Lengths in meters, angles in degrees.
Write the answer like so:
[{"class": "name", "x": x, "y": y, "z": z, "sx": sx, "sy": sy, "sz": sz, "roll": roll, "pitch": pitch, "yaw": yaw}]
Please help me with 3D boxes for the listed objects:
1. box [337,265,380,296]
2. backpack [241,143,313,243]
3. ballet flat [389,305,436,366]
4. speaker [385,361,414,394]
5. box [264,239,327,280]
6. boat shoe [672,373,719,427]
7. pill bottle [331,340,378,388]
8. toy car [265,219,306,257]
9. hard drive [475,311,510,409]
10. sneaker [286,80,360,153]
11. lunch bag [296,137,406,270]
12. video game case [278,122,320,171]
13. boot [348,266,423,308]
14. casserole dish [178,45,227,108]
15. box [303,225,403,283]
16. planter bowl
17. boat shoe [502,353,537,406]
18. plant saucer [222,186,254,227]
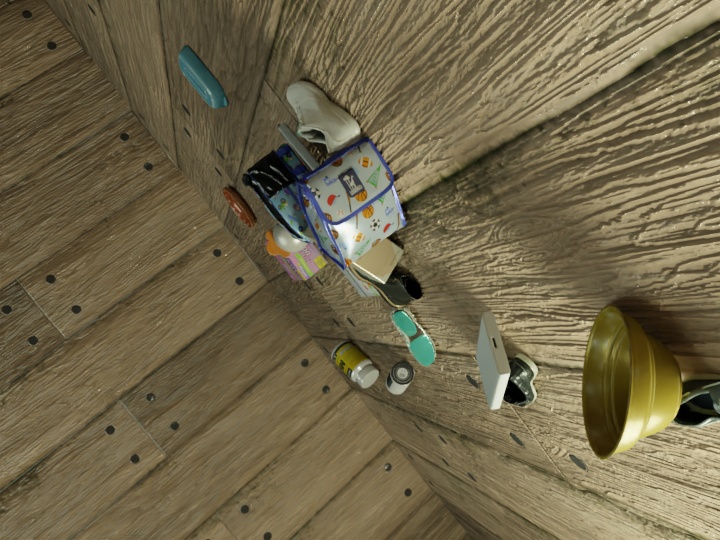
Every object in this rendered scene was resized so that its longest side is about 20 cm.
[{"class": "box", "x": 0.000, "y": 0.000, "z": 1.539, "sx": 0.156, "sy": 0.041, "sz": 0.200, "roll": 53, "pitch": 163, "yaw": -8}, {"class": "backpack", "x": -0.149, "y": -0.164, "z": 1.270, "sx": 0.200, "sy": 0.134, "sz": 0.183, "roll": 51, "pitch": -179, "yaw": 7}, {"class": "ballet flat", "x": 0.144, "y": 0.164, "z": 1.495, "sx": 0.200, "sy": 0.072, "sz": 0.072, "roll": 59, "pitch": 162, "yaw": -21}, {"class": "speaker", "x": 0.135, "y": 0.375, "z": 1.931, "sx": 0.081, "sy": 0.081, "sz": 0.200, "roll": 47, "pitch": 164, "yaw": 14}, {"class": "box", "x": -0.224, "y": -0.062, "z": 1.906, "sx": 0.176, "sy": 0.097, "sz": 0.200, "roll": 54, "pitch": 163, "yaw": -11}, {"class": "boat shoe", "x": 0.440, "y": 0.155, "z": 0.646, "sx": 0.073, "sy": 0.062, "sz": 0.200, "roll": 49, "pitch": 164, "yaw": 5}, {"class": "pill bottle", "x": -0.022, "y": 0.394, "z": 2.340, "sx": 0.200, "sy": 0.114, "sz": 0.114, "roll": 39, "pitch": 160, "yaw": 35}, {"class": "toy car", "x": -0.170, "y": -0.124, "z": 1.434, "sx": 0.177, "sy": 0.200, "sz": 0.184, "roll": 50, "pitch": 164, "yaw": 1}, {"class": "hard drive", "x": 0.268, "y": 0.188, "z": 1.138, "sx": 0.200, "sy": 0.026, "sz": 0.132, "roll": 78, "pitch": -178, "yaw": -58}, {"class": "sneaker", "x": -0.094, "y": -0.291, "z": 1.062, "sx": 0.200, "sy": 0.088, "sz": 0.075, "roll": 41, "pitch": 163, "yaw": 31}, {"class": "lunch bag", "x": -0.020, "y": -0.130, "z": 1.065, "sx": 0.124, "sy": 0.170, "sz": 0.200, "roll": 36, "pitch": 156, "yaw": 45}, {"class": "video game case", "x": -0.088, "y": -0.214, "z": 1.222, "sx": 0.200, "sy": 0.023, "sz": 0.182, "roll": 51, "pitch": -179, "yaw": 18}, {"class": "boot", "x": 0.061, "y": 0.003, "z": 1.345, "sx": 0.200, "sy": 0.078, "sz": 0.138, "roll": 39, "pitch": 161, "yaw": -8}, {"class": "casserole dish", "x": -0.452, "y": -0.539, "z": 1.575, "sx": 0.200, "sy": 0.039, "sz": 0.121, "roll": 50, "pitch": 165, "yaw": 0}, {"class": "box", "x": -0.013, "y": -0.061, "z": 1.221, "sx": 0.200, "sy": 0.095, "sz": 0.078, "roll": 32, "pitch": 176, "yaw": -26}, {"class": "planter bowl", "x": 0.361, "y": 0.149, "z": 0.733, "sx": 0.083, "sy": 0.201, "sz": 0.201, "roll": 6, "pitch": 153, "yaw": 7}, {"class": "boat shoe", "x": 0.322, "y": 0.245, "z": 1.156, "sx": 0.074, "sy": 0.066, "sz": 0.200, "roll": 41, "pitch": 162, "yaw": 27}, {"class": "plant saucer", "x": -0.506, "y": -0.268, "z": 2.336, "sx": 0.200, "sy": 0.032, "sz": 0.200, "roll": 46, "pitch": 163, "yaw": 19}]
